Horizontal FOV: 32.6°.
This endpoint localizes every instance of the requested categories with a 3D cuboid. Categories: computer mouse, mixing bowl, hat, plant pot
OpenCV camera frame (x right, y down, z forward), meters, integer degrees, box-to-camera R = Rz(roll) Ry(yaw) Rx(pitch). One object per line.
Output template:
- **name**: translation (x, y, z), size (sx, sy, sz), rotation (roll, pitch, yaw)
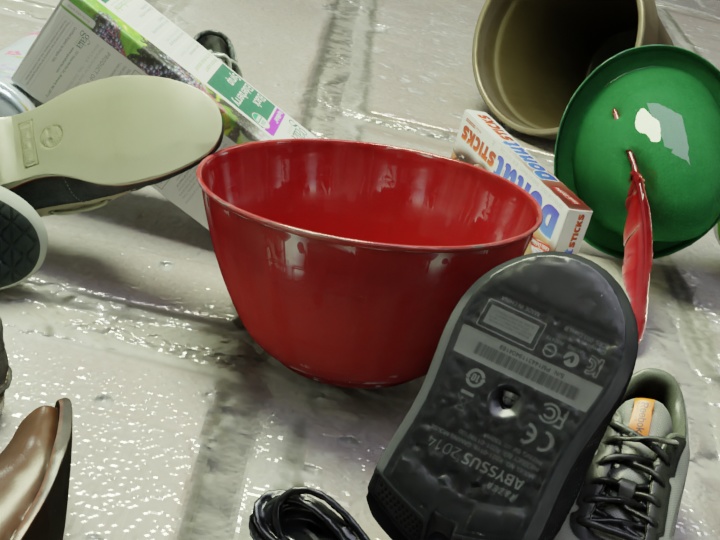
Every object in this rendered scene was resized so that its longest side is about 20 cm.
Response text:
- **computer mouse**: translation (0.055, 0.082, 0.567), size (0.138, 0.200, 0.053), rotation (29, -16, 23)
- **mixing bowl**: translation (0.000, 0.000, 0.727), size (0.200, 0.109, 0.200), rotation (6, 21, -2)
- **hat**: translation (0.247, -0.061, 0.918), size (0.165, 0.201, 0.176), rotation (0, 14, -10)
- **plant pot**: translation (0.246, -0.222, 1.293), size (0.173, 0.200, 0.200), rotation (12, 18, -49)

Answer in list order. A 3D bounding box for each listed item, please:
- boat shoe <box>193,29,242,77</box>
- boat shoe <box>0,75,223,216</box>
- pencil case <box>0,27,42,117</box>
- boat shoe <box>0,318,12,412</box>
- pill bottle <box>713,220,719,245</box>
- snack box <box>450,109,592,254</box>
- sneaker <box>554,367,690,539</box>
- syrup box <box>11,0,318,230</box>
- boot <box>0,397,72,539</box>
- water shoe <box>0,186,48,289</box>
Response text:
- **boat shoe**: translation (-0.133, -0.160, 1.057), size (0.073, 0.068, 0.199), rotation (13, 24, -3)
- **boat shoe**: translation (-0.176, -0.068, 0.764), size (0.199, 0.071, 0.063), rotation (-12, -20, 8)
- **pencil case**: translation (-0.240, -0.123, 0.902), size (0.091, 0.083, 0.200), rotation (20, 24, -4)
- **boat shoe**: translation (-0.262, 0.016, 0.621), size (0.200, 0.057, 0.067), rotation (21, 25, 13)
- **pill bottle**: translation (0.379, -0.014, 0.978), size (0.111, 0.111, 0.200), rotation (4, 26, -22)
- **snack box**: translation (0.119, -0.058, 0.976), size (0.024, 0.072, 0.200), rotation (6, 26, -23)
- **sneaker**: translation (0.124, 0.111, 0.609), size (0.074, 0.080, 0.200), rotation (21, 26, 9)
- **syrup box**: translation (-0.127, -0.108, 0.846), size (0.200, 0.081, 0.079), rotation (37, 23, -10)
- **boot**: translation (-0.220, 0.097, 0.478), size (0.199, 0.064, 0.186), rotation (7, 23, -6)
- **water shoe**: translation (-0.282, -0.037, 0.711), size (0.199, 0.072, 0.079), rotation (8, 18, -19)
